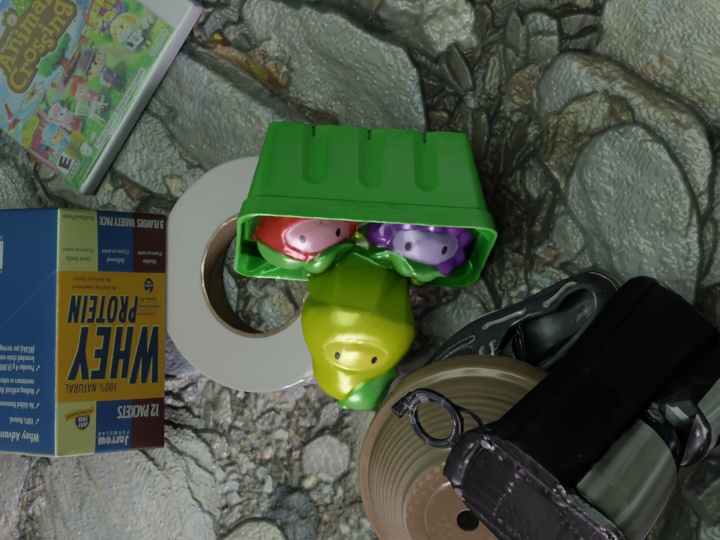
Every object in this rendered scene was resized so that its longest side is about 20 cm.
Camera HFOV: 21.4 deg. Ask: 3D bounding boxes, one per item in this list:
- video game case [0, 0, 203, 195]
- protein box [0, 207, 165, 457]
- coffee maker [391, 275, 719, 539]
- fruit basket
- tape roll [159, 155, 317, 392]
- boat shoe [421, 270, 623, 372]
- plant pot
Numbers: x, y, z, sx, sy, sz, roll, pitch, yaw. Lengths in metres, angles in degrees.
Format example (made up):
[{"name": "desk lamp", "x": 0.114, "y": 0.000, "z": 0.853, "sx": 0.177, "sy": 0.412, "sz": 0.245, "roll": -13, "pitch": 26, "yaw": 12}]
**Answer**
[{"name": "video game case", "x": -0.258, "y": -0.200, "z": 1.707, "sx": 0.182, "sy": 0.022, "sz": 0.201, "roll": 38, "pitch": 104, "yaw": 20}, {"name": "protein box", "x": -0.282, "y": 0.051, "z": 1.632, "sx": 0.198, "sy": 0.135, "sz": 0.202, "roll": 0, "pitch": 89, "yaw": 35}, {"name": "coffee maker", "x": 0.165, "y": 0.098, "z": 1.373, "sx": 0.192, "sy": 0.200, "sz": 0.135, "roll": 52, "pitch": 146, "yaw": -8}, {"name": "fruit basket", "x": 0.000, "y": 0.000, "z": 1.496, "sx": 0.214, "sy": 0.156, "sz": 0.217, "roll": 2, "pitch": 70, "yaw": -5}, {"name": "tape roll", "x": -0.080, "y": 0.004, "z": 1.615, "sx": 0.202, "sy": 0.037, "sz": 0.204, "roll": -1, "pitch": 88, "yaw": 24}, {"name": "boat shoe", "x": 0.117, "y": 0.059, "z": 1.511, "sx": 0.199, "sy": 0.063, "sz": 0.073, "roll": -30, "pitch": 77, "yaw": 21}, {"name": "plant pot", "x": 0.090, "y": 0.174, "z": 1.469, "sx": 0.199, "sy": 0.093, "sz": 0.202, "roll": 4, "pitch": 110, "yaw": 12}]
